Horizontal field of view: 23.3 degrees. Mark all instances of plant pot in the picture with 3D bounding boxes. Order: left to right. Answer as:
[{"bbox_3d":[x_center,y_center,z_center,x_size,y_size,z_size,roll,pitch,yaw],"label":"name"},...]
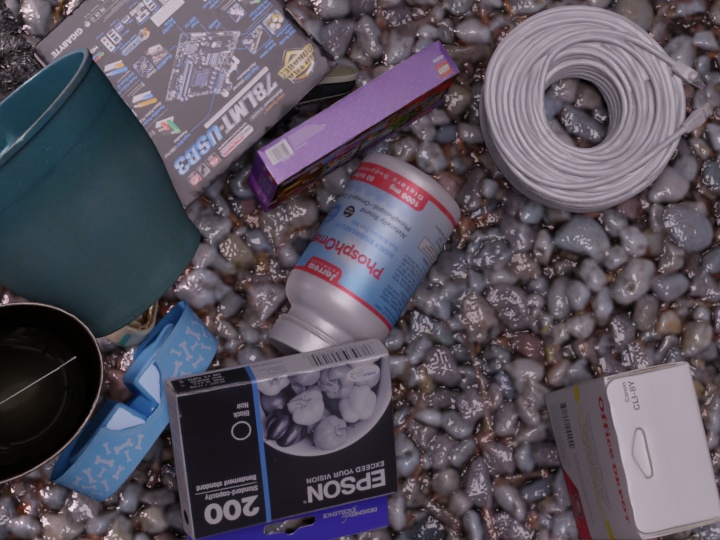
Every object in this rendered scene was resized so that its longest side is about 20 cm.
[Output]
[{"bbox_3d":[-0.243,-0.053,1.482,0.200,0.200,0.188,-47,111,-11],"label":"plant pot"}]

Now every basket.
[{"bbox_3d":[-0.304,0.108,1.506,0.180,0.200,0.136,-32,89,-8],"label":"basket"}]

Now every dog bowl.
[{"bbox_3d":[-0.200,0.121,1.572,0.050,0.111,0.200,37,78,-12],"label":"dog bowl"}]

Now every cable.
[{"bbox_3d":[0.213,-0.157,1.690,0.200,0.069,0.200,43,79,0],"label":"cable"}]

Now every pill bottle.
[{"bbox_3d":[0.000,0.000,1.615,0.108,0.109,0.201,32,79,-3],"label":"pill bottle"}]

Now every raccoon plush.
[{"bbox_3d":[-0.294,-0.187,1.623,0.199,0.097,0.135,11,70,-25],"label":"raccoon plush"}]

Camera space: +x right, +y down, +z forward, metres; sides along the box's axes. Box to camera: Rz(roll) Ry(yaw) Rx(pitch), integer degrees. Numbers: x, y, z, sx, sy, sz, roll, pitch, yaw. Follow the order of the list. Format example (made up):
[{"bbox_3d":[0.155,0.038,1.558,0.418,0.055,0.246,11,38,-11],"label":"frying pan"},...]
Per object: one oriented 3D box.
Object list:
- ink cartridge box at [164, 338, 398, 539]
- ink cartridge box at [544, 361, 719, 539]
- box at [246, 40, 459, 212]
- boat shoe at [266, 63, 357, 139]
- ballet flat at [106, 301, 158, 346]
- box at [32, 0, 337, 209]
[{"bbox_3d":[-0.066,0.173,1.563,0.197,0.043,0.201,-11,115,-14],"label":"ink cartridge box"},{"bbox_3d":[0.246,0.167,1.582,0.083,0.200,0.146,-12,84,-10],"label":"ink cartridge box"},{"bbox_3d":[-0.009,-0.131,1.618,0.199,0.137,0.039,-32,87,-11],"label":"box"},{"bbox_3d":[-0.098,-0.155,1.647,0.198,0.074,0.066,-10,112,-19],"label":"boat shoe"},{"bbox_3d":[-0.205,-0.030,1.612,0.069,0.069,0.201,4,81,-8],"label":"ballet flat"},{"bbox_3d":[-0.157,-0.191,1.570,0.200,0.050,0.199,-44,102,-5],"label":"box"}]
